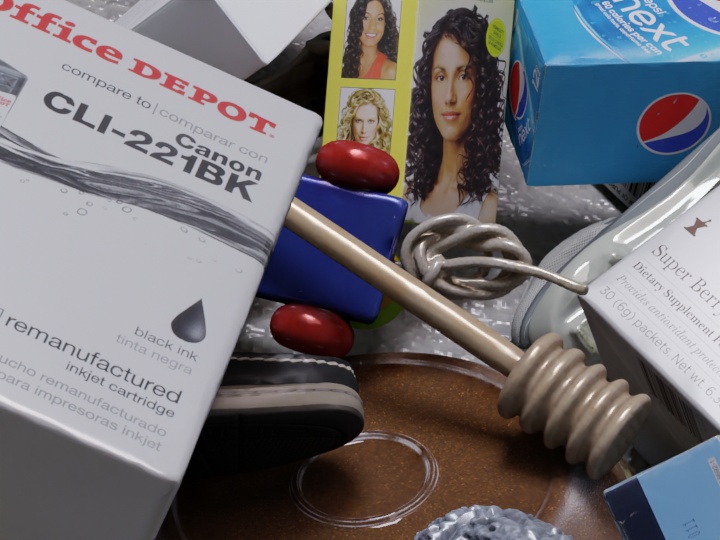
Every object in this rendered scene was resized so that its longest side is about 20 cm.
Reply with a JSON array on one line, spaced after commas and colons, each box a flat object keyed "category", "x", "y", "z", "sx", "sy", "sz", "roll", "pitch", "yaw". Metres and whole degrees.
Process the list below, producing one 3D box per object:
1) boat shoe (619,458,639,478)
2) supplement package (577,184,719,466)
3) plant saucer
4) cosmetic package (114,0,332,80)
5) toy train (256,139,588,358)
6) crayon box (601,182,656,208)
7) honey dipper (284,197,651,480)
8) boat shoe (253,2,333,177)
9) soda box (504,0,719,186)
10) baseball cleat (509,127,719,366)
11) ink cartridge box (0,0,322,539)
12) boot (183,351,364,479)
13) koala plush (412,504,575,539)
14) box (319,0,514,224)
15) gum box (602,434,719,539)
[{"category": "boat shoe", "x": 0.114, "y": 0.121, "z": 0.997, "sx": 0.073, "sy": 0.063, "sz": 0.201, "roll": -5, "pitch": 40, "yaw": -21}, {"category": "supplement package", "x": 0.208, "y": 0.015, "z": 1.047, "sx": 0.200, "sy": 0.120, "sz": 0.121, "roll": -37, "pitch": 52, "yaw": -10}, {"category": "plant saucer", "x": 0.003, "y": 0.088, "z": 0.994, "sx": 0.200, "sy": 0.032, "sz": 0.200, "roll": -5, "pitch": 34, "yaw": 3}, {"category": "cosmetic package", "x": -0.060, "y": -0.121, "z": 1.201, "sx": 0.052, "sy": 0.151, "sz": 0.200, "roll": 50, "pitch": 40, "yaw": -8}, {"category": "toy train", "x": 0.000, "y": 0.000, "z": 1.078, "sx": 0.200, "sy": 0.085, "sz": 0.116, "roll": 14, "pitch": -8, "yaw": 12}, {"category": "crayon box", "x": 0.232, "y": -0.033, "z": 1.233, "sx": 0.172, "sy": 0.058, "sz": 0.200, "roll": -15, "pitch": 44, "yaw": -31}, {"category": "honey dipper", "x": 0.017, "y": 0.009, "z": 0.995, "sx": 0.200, "sy": 0.038, "sz": 0.038, "roll": 34, "pitch": 42, "yaw": 16}, {"category": "boat shoe", "x": -0.007, "y": -0.082, "z": 1.212, "sx": 0.202, "sy": 0.086, "sz": 0.075, "roll": -25, "pitch": 50, "yaw": -38}, {"category": "soda box", "x": 0.167, "y": -0.085, "z": 1.177, "sx": 0.200, "sy": 0.068, "sz": 0.064, "roll": -3, "pitch": 40, "yaw": -11}, {"category": "baseball cleat", "x": 0.143, "y": -0.025, "z": 1.137, "sx": 0.200, "sy": 0.070, "sz": 0.106, "roll": -32, "pitch": 11, "yaw": -16}, {"category": "ink cartridge box", "x": -0.109, "y": 0.002, "z": 0.859, "sx": 0.144, "sy": 0.084, "sz": 0.200, "roll": 24, "pitch": 38, "yaw": -4}, {"category": "boot", "x": -0.097, "y": -0.001, "z": 0.995, "sx": 0.200, "sy": 0.073, "sz": 0.151, "roll": -1, "pitch": 66, "yaw": 8}, {"category": "koala plush", "x": -0.012, "y": 0.168, "z": 0.822, "sx": 0.200, "sy": 0.178, "sz": 0.184, "roll": -9, "pitch": 42, "yaw": -12}, {"category": "box", "x": 0.028, "y": -0.120, "z": 1.142, "sx": 0.050, "sy": 0.200, "sz": 0.075, "roll": 5, "pitch": 3, "yaw": 38}, {"category": "gum box", "x": 0.157, "y": 0.143, "z": 0.848, "sx": 0.170, "sy": 0.044, "sz": 0.200, "roll": 66, "pitch": 16, "yaw": 16}]
